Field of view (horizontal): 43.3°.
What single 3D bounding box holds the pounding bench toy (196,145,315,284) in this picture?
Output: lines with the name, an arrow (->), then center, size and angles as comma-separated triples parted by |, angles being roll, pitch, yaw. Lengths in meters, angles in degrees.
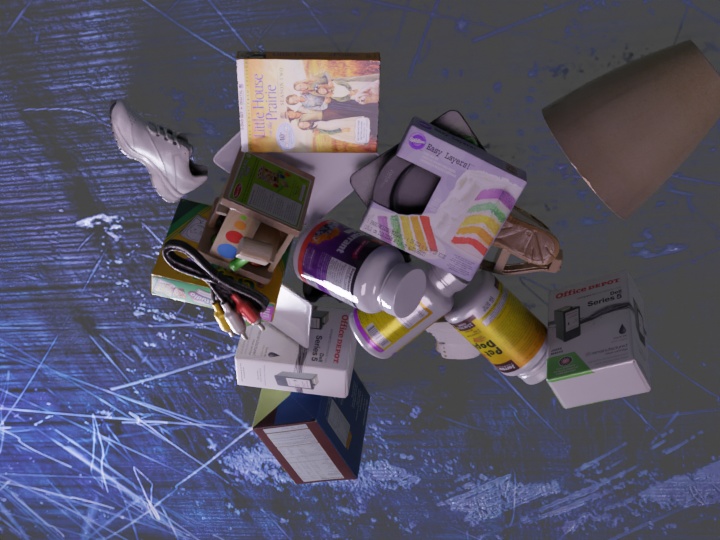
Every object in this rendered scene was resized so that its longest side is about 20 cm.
pounding bench toy -> -0.170, -0.052, 1.367 | 0.124, 0.201, 0.156 | 23, 135, -13

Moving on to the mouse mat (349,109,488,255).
mouse mat -> 0.103, -0.128, 1.363 | 0.200, 0.008, 0.161 | -32, 109, 18

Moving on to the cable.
cable -> -0.213, 0.028, 1.361 | 0.097, 0.050, 0.200 | -15, 132, 31

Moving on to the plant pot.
plant pot -> 0.375, -0.200, 1.187 | 0.200, 0.188, 0.187 | -37, 121, 22

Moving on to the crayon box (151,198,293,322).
crayon box -> -0.221, -0.019, 1.479 | 0.199, 0.173, 0.058 | 13, 137, -3

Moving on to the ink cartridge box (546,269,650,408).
ink cartridge box -> 0.386, 0.111, 1.481 | 0.145, 0.200, 0.084 | -18, 128, 27

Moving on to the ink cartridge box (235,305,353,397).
ink cartridge box -> -0.111, 0.139, 1.634 | 0.199, 0.146, 0.084 | 6, 136, 4

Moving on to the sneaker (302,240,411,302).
sneaker -> -0.008, 0.012, 1.532 | 0.199, 0.091, 0.076 | -14, 132, 21

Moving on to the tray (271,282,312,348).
tray -> -0.155, 0.044, 1.579 | 0.200, 0.022, 0.108 | 32, 138, 25

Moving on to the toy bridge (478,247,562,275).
toy bridge -> 0.234, -0.023, 1.494 | 0.199, 0.027, 0.067 | 12, 140, -2

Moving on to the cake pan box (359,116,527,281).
cake pan box -> 0.118, -0.105, 1.341 | 0.199, 0.052, 0.185 | 26, 113, -5

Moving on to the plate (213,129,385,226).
plate -> -0.094, -0.176, 1.391 | 0.200, 0.032, 0.199 | 33, 133, -23

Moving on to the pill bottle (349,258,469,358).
pill bottle -> 0.082, 0.051, 1.491 | 0.104, 0.104, 0.200 | 37, 117, -27

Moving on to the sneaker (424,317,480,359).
sneaker -> 0.134, 0.108, 1.619 | 0.199, 0.074, 0.116 | 12, 134, -4

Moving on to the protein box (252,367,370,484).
protein box -> -0.088, 0.270, 1.741 | 0.134, 0.199, 0.200 | -10, 134, 20

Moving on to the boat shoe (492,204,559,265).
boat shoe -> 0.216, -0.074, 1.407 | 0.200, 0.069, 0.074 | 32, 108, 7

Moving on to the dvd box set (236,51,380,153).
dvd box set -> -0.073, -0.236, 1.282 | 0.199, 0.029, 0.147 | 1, 125, -3

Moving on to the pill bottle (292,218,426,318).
pill bottle -> 0.000, 0.000, 1.424 | 0.200, 0.111, 0.112 | 25, 147, 33

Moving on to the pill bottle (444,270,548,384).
pill bottle -> 0.240, 0.100, 1.520 | 0.200, 0.109, 0.109 | 42, 129, -17

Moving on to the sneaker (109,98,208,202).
sneaker -> -0.311, -0.195, 1.398 | 0.087, 0.075, 0.200 | -23, 136, 15
